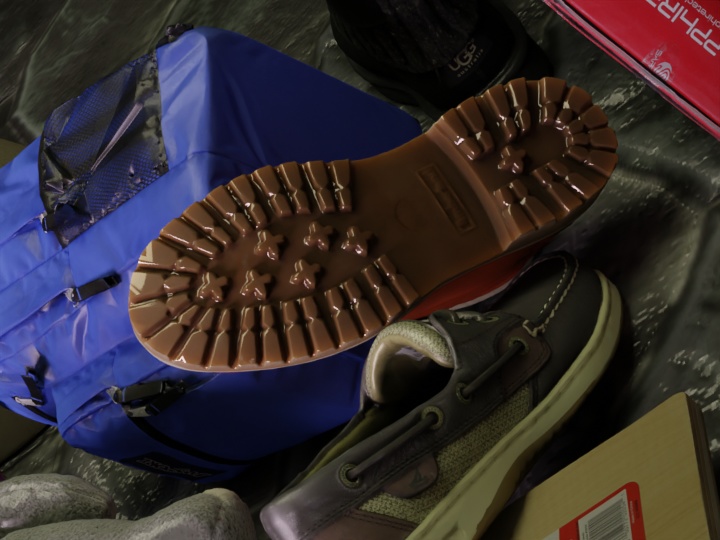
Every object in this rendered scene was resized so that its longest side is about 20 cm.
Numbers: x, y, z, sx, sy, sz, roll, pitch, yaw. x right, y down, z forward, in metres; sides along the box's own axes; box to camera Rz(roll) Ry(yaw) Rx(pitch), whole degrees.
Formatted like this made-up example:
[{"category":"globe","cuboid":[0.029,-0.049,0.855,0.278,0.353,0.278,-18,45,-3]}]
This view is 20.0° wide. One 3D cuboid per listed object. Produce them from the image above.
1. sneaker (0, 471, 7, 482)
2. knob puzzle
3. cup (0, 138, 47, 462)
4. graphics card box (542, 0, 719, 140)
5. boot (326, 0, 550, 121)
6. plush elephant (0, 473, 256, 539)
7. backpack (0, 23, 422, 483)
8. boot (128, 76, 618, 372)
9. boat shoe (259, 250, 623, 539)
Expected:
[{"category":"sneaker","cuboid":[-0.202,0.100,0.933,0.078,0.201,0.090,-31,9,-13]},{"category":"knob puzzle","cuboid":[0.043,0.154,0.646,0.219,0.030,0.220,-38,27,23]},{"category":"cup","cuboid":[-0.236,-0.001,1.167,0.200,0.143,0.201,-37,28,24]},{"category":"graphics card box","cuboid":[0.098,-0.123,0.831,0.051,0.125,0.200,-52,24,9]},{"category":"boot","cuboid":[0.000,-0.154,0.988,0.079,0.158,0.211,-48,26,0]},{"category":"plush elephant","cuboid":[-0.135,0.158,0.799,0.155,0.199,0.166,24,-110,-84]},{"category":"backpack","cuboid":[-0.088,0.007,0.903,0.199,0.162,0.169,-25,54,37]},{"category":"boot","cuboid":[0.000,0.000,0.794,0.199,0.075,0.107,-21,-16,-21]},{"category":"boat shoe","cuboid":[0.032,0.045,0.729,0.072,0.066,0.201,-28,16,44]}]
